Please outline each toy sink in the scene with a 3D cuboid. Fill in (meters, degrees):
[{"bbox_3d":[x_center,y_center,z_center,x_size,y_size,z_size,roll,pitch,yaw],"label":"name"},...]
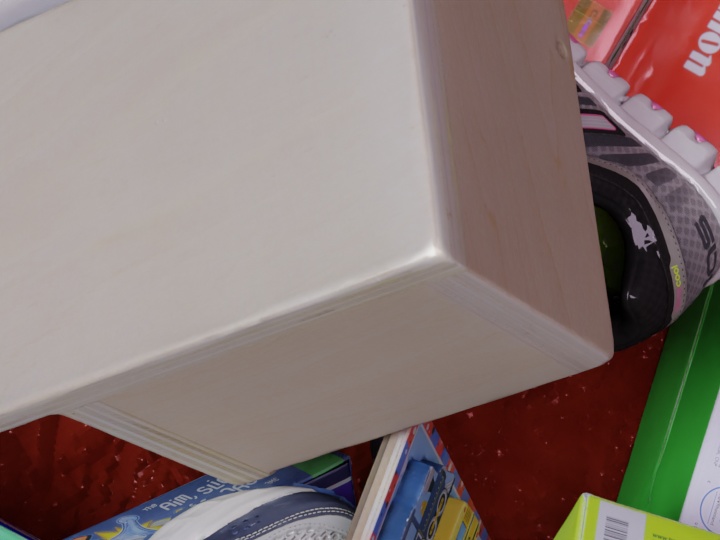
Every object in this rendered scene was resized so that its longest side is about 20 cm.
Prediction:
[{"bbox_3d":[-0.036,-0.015,0.786,0.199,0.112,0.131,-21,61,27],"label":"toy sink"}]

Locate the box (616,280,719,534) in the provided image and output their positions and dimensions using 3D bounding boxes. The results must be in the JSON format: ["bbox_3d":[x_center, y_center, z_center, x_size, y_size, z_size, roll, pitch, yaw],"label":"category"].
[{"bbox_3d":[0.205,0.062,0.956,0.176,0.097,0.201,18,82,-9],"label":"box"}]

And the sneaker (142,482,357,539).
[{"bbox_3d":[-0.058,0.146,0.776,0.200,0.085,0.077,-42,122,-25],"label":"sneaker"}]

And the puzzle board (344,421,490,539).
[{"bbox_3d":[0.002,0.161,0.831,0.017,0.151,0.201,14,69,21],"label":"puzzle board"}]

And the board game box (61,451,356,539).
[{"bbox_3d":[-0.080,0.154,0.839,0.199,0.034,0.136,-22,114,-33],"label":"board game box"}]

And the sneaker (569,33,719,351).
[{"bbox_3d":[0.040,-0.043,0.857,0.200,0.074,0.088,36,45,1],"label":"sneaker"}]

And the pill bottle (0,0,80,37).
[{"bbox_3d":[-0.105,-0.152,0.873,0.114,0.114,0.201,-2,61,-10],"label":"pill bottle"}]

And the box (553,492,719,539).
[{"bbox_3d":[0.101,0.162,0.899,0.121,0.200,0.048,18,52,-6],"label":"box"}]

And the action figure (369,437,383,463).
[{"bbox_3d":[0.000,0.000,0.921,0.118,0.102,0.201,6,87,9],"label":"action figure"}]

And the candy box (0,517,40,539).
[{"bbox_3d":[-0.184,0.163,0.837,0.169,0.077,0.201,34,82,-34],"label":"candy box"}]

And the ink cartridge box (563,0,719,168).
[{"bbox_3d":[0.081,-0.125,0.908,0.199,0.050,0.109,30,81,7],"label":"ink cartridge box"}]
